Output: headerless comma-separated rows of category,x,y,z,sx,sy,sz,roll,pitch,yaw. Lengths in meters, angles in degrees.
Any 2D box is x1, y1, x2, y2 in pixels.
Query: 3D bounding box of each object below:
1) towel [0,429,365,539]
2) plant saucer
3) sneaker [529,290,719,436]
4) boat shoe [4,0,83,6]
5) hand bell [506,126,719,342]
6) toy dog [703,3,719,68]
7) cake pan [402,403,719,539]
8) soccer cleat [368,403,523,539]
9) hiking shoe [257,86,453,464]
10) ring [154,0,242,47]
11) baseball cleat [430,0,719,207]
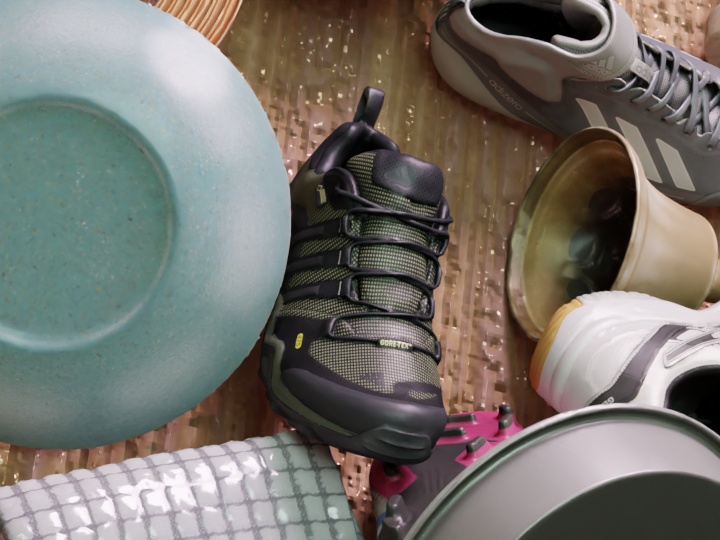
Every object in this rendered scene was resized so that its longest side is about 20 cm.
towel,-0.066,0.176,1.237,0.166,0.086,0.200,-8,71,-29
plant saucer,-0.130,-0.021,1.268,0.201,0.039,0.201,0,94,0
sneaker,0.175,0.054,1.351,0.200,0.076,0.088,-8,37,-31
boat shoe,-0.138,-0.121,1.314,0.074,0.069,0.200,-28,77,-11
hand bell,0.180,0.008,1.426,0.200,0.104,0.104,17,60,-29
toy dog,0.271,-0.140,1.509,0.200,0.096,0.132,-2,67,-22
cake pan,0.092,0.151,1.192,0.200,0.037,0.200,-12,115,-27
soccer cleat,0.038,0.119,1.276,0.070,0.200,0.086,-7,104,9
hiking shoe,0.000,0.000,1.293,0.076,0.101,0.200,10,31,-20
ring,-0.148,-0.153,1.369,0.200,0.019,0.200,1,73,-4
baseball cleat,0.131,-0.085,1.423,0.200,0.106,0.070,16,75,-8
